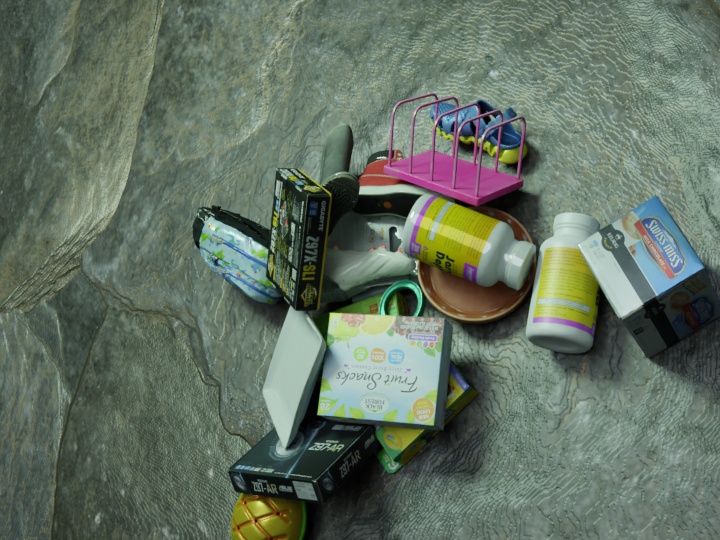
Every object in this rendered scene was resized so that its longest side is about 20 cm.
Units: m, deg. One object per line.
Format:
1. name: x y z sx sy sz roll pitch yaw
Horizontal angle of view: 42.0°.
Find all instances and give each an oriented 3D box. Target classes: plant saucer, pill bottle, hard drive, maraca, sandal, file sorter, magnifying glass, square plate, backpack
1. plant saucer: 0.192 -0.008 1.553 0.196 0.032 0.204 -4 68 10
2. pill bottle: 0.173 -0.041 1.487 0.197 0.104 0.106 22 81 20
3. hard drive: 0.072 -0.027 1.654 0.197 0.033 0.142 -18 61 22
4. maraca: -0.156 0.436 1.541 0.135 0.107 0.203 8 78 26
5. sandal: 0.206 -0.262 1.636 0.198 0.088 0.079 25 49 31
6. file sorter: 0.159 -0.209 1.556 0.198 0.138 0.127 24 122 36
7. magnifying glass: 0.041 0.108 1.562 0.079 0.022 0.202 27 85 34
8. square plate: -0.110 0.166 1.583 0.198 0.028 0.203 -128 54 -62
9. backpack: -0.205 -0.026 1.751 0.197 0.163 0.156 14 85 26
10. pill bottle: 0.320 0.018 1.448 0.103 0.104 0.203 3 71 30

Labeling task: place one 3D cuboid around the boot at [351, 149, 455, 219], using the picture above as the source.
1. boot: 0.087 -0.161 1.652 0.197 0.073 0.145 7 49 26

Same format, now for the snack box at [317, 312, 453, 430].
1. snack box: 0.041 0.160 1.497 0.197 0.068 0.172 2 75 22

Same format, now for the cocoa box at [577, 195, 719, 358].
1. cocoa box: 0.416 0.014 1.335 0.130 0.200 0.135 -32 58 13

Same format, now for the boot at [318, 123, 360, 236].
1. boot: -0.036 -0.178 1.646 0.182 0.072 0.202 -45 22 51

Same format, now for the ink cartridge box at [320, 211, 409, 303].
1. ink cartridge box: -0.013 -0.031 1.670 0.196 0.057 0.165 -5 65 6

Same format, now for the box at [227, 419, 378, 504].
1. box: -0.094 0.306 1.522 0.198 0.044 0.160 -4 23 40

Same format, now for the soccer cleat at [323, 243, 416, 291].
1. soccer cleat: 0.000 0.000 1.594 0.197 0.069 0.079 4 72 23

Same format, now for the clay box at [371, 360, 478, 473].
1. clay box: 0.082 0.223 1.531 0.200 0.048 0.115 -44 55 5

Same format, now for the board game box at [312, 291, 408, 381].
1. board game box: -0.011 0.115 1.631 0.197 0.048 0.103 -20 62 22

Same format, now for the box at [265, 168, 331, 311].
1. box: -0.107 -0.054 1.580 0.160 0.049 0.204 -138 51 -60
